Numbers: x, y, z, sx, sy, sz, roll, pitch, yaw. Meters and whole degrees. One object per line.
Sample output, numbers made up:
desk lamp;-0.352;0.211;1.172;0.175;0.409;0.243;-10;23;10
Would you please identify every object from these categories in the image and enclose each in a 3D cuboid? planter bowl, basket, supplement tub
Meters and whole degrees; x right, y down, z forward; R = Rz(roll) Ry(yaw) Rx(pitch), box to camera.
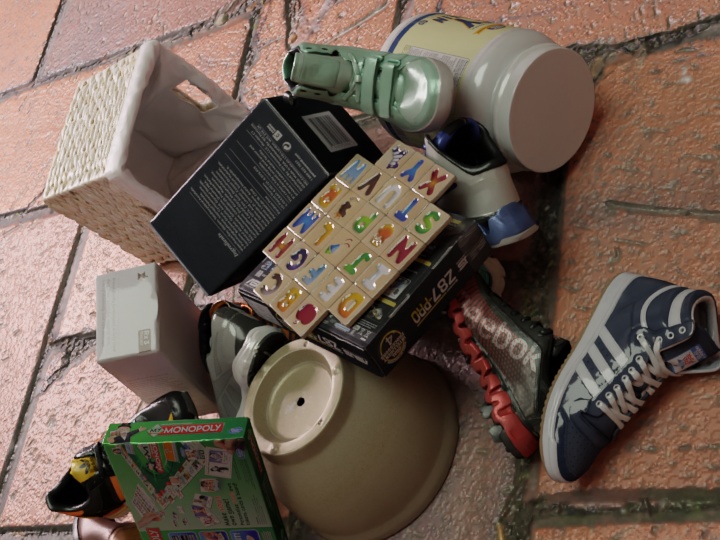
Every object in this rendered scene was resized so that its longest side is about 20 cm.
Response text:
planter bowl;-0.026;0.145;1.191;0.200;0.135;0.201;-22;51;29
basket;-0.254;-0.133;1.538;0.160;0.198;0.201;-17;53;37
supplement tub;0.123;-0.181;1.276;0.200;0.145;0.145;23;79;47

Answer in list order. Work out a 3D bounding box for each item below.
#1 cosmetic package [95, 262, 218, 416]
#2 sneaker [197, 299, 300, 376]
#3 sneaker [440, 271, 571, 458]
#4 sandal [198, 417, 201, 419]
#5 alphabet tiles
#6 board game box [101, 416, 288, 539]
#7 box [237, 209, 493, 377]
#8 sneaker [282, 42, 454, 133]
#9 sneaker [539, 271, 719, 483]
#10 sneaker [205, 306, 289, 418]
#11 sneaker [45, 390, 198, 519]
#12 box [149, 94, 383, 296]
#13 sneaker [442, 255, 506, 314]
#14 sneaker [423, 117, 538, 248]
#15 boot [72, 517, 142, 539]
cosmetic package;-0.209;0.080;1.321;0.074;0.200;0.102;-12;63;11
sneaker;-0.100;0.040;1.343;0.077;0.112;0.201;11;70;44
sneaker;0.136;0.065;1.134;0.098;0.071;0.201;-29;64;11
sandal;-0.190;0.183;1.313;0.078;0.070;0.212;-36;22;-20
alphabet tiles;-0.007;-0.032;1.146;0.200;0.006;0.166;-46;40;-4
board game box;-0.148;0.220;1.171;0.134;0.200;0.029;-3;38;11
box;0.000;0.000;1.166;0.200;0.049;0.161;20;64;48
sneaker;-0.001;-0.177;1.204;0.200;0.118;0.074;24;109;56
sneaker;0.231;0.093;1.049;0.108;0.070;0.200;9;64;45
sneaker;-0.120;0.108;1.276;0.079;0.200;0.074;36;54;21
sneaker;-0.242;0.193;1.261;0.200;0.090;0.070;-45;59;31
box;-0.098;-0.086;1.331;0.200;0.148;0.107;-44;83;25
sneaker;0.049;0.006;1.261;0.200;0.080;0.078;-13;54;35
sneaker;0.088;-0.089;1.207;0.080;0.116;0.199;-22;15;-30
boot;-0.207;0.255;1.328;0.200;0.068;0.188;-44;30;0
